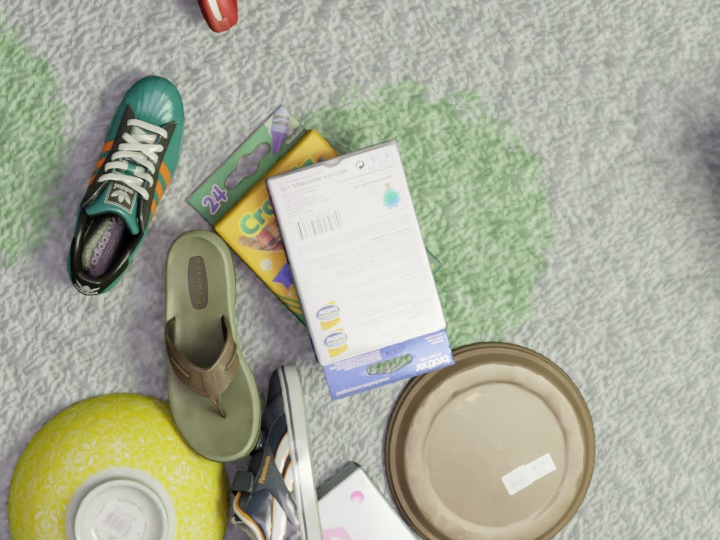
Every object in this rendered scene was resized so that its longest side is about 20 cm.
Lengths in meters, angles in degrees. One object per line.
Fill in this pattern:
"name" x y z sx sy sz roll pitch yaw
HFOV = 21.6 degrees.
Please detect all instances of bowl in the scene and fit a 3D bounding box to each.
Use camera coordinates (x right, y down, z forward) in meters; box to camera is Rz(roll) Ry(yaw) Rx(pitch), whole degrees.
"bowl" -0.208 0.211 1.634 0.198 0.108 0.202 0 93 -8

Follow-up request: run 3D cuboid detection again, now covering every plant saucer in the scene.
"plant saucer" 0.121 0.166 1.718 0.198 0.029 0.202 0 93 -9

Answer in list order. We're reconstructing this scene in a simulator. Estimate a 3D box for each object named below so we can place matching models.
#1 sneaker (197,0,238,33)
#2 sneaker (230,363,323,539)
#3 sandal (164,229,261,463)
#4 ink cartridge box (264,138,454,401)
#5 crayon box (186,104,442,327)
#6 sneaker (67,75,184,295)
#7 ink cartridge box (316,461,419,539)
"sneaker" -0.097 -0.312 1.637 0.114 0.078 0.202 -9 95 -6
"sneaker" -0.077 0.181 1.648 0.079 0.079 0.202 -7 71 1
"sandal" -0.137 0.066 1.621 0.079 0.057 0.203 -10 89 8
"ink cartridge box" 0.000 0.000 1.634 0.118 0.042 0.202 -17 93 -7
"crayon box" -0.041 -0.033 1.672 0.126 0.052 0.200 -45 97 -4
"sneaker" -0.200 -0.072 1.632 0.071 0.080 0.202 18 90 -8
"ink cartridge box" -0.019 0.311 1.700 0.200 0.043 0.197 -40 98 -6
